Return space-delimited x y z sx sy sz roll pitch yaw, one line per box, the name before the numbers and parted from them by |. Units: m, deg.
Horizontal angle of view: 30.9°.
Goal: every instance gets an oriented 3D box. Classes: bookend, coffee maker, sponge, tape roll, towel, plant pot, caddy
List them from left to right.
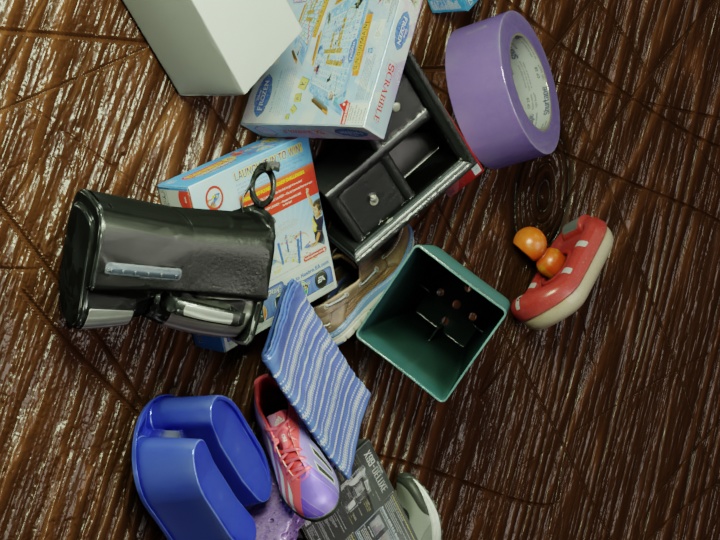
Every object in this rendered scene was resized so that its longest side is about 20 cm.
coffee maker | -0.201 -0.027 1.350 0.198 0.134 0.195 8 81 -30
caddy | -0.184 0.229 1.456 0.142 0.104 0.201 -72 145 -47
sponge | -0.106 0.272 1.540 0.030 0.111 0.201 52 58 -41
towel | -0.047 0.124 1.514 0.201 0.024 0.146 58 27 -29
bookend | 0.006 -0.154 1.581 0.198 0.092 0.201 -39 122 -7
plant pot | 0.109 0.055 1.690 0.142 0.141 0.200 -55 172 13
tape roll | 0.197 -0.247 1.788 0.200 0.084 0.203 35 49 -52

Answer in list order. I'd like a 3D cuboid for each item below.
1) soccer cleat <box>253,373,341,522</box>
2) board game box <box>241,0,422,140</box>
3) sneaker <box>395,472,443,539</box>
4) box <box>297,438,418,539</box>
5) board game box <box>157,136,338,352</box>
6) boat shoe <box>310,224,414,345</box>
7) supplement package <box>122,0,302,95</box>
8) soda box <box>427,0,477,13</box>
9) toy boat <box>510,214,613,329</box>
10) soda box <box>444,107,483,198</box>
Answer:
soccer cleat | -0.080 0.204 1.500 0.068 0.201 0.074 -26 133 -3
board game box | -0.031 -0.251 1.491 0.041 0.198 0.203 27 76 -47
sneaker | 0.067 0.378 1.783 0.078 0.074 0.203 -7 95 -23
box | -0.009 0.343 1.670 0.157 0.049 0.202 -38 107 -40
board game box | -0.127 -0.037 1.518 0.199 0.055 0.199 -29 116 -43
boat shoe | 0.000 0.000 1.654 0.201 0.072 0.073 -57 132 -27
supplement package | -0.172 -0.300 1.386 0.117 0.116 0.201 -52 130 -31
soda box | 0.101 -0.444 1.717 0.068 0.064 0.202 -49 128 -33
toy boat | 0.283 -0.013 1.959 0.130 0.130 0.201 38 63 -11
soda box | 0.084 -0.193 1.712 0.063 0.070 0.201 -37 129 1
